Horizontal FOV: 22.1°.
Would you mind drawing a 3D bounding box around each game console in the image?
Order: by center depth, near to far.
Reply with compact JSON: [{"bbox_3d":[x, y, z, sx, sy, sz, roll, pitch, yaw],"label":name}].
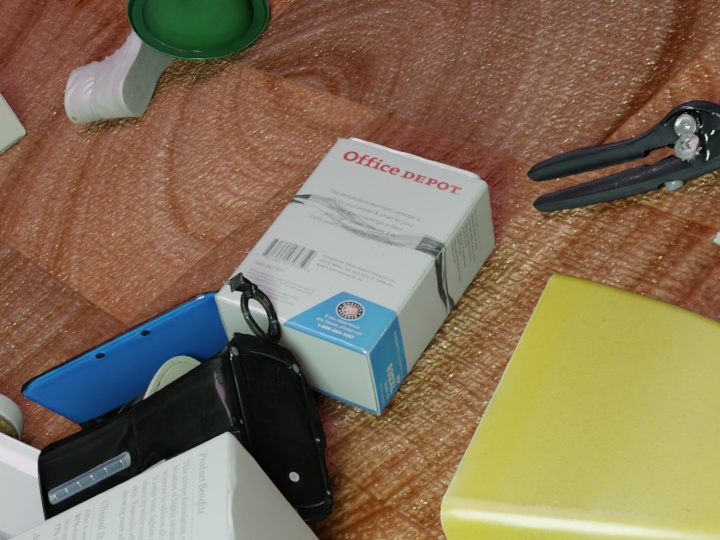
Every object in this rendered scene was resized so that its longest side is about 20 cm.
[{"bbox_3d":[-0.184,0.053,1.627,0.200,0.118,0.171,-26,31,12],"label":"game console"}]

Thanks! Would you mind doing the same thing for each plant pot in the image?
[{"bbox_3d":[0.187,0.143,1.094,0.176,0.200,0.200,4,46,30],"label":"plant pot"}]

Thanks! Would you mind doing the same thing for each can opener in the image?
[{"bbox_3d":[0.228,-0.087,1.511,0.200,0.079,0.064,-20,71,27],"label":"can opener"}]

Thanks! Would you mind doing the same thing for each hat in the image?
[{"bbox_3d":[-0.186,-0.353,2.100,0.165,0.176,0.200,-20,50,-18],"label":"hat"}]

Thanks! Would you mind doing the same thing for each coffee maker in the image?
[{"bbox_3d":[-0.135,0.140,1.408,0.200,0.135,0.192,-27,39,28],"label":"coffee maker"}]

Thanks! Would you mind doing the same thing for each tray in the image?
[{"bbox_3d":[-0.317,0.185,1.572,0.200,0.022,0.107,21,41,20],"label":"tray"}]

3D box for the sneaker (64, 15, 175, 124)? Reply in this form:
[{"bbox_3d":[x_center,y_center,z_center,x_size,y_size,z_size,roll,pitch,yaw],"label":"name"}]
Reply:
[{"bbox_3d":[-0.288,-0.254,2.208,0.115,0.074,0.200,-8,40,32],"label":"sneaker"}]

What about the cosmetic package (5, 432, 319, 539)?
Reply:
[{"bbox_3d":[-0.130,0.252,1.245,0.200,0.166,0.168,-26,31,14],"label":"cosmetic package"}]

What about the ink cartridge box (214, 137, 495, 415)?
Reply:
[{"bbox_3d":[0.000,0.000,1.497,0.145,0.084,0.200,19,54,26],"label":"ink cartridge box"}]

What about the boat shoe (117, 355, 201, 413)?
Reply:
[{"bbox_3d":[-0.193,0.162,1.537,0.066,0.074,0.200,-39,22,58],"label":"boat shoe"}]

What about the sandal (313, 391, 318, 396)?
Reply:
[{"bbox_3d":[-0.042,0.065,1.537,0.200,0.055,0.082,-29,32,6],"label":"sandal"}]

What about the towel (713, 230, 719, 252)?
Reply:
[{"bbox_3d":[0.376,-0.059,1.354,0.200,0.023,0.152,-40,31,-14],"label":"towel"}]

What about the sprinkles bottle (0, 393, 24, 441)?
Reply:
[{"bbox_3d":[-0.350,0.194,1.631,0.068,0.068,0.200,-22,32,19],"label":"sprinkles bottle"}]

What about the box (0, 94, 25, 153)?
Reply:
[{"bbox_3d":[-0.520,-0.214,2.316,0.109,0.128,0.200,-38,31,-9],"label":"box"}]
